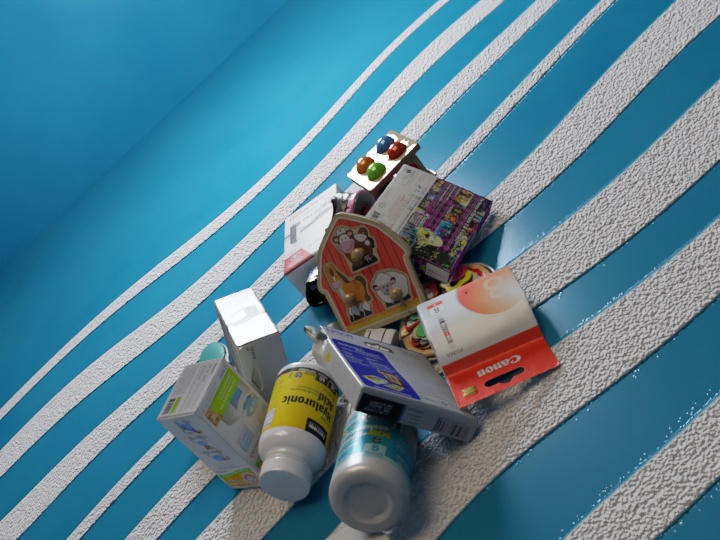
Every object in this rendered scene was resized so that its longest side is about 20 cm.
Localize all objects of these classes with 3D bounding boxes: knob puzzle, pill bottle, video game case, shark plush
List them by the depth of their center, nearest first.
[{"bbox_3d":[0.023,0.258,1.279,0.109,0.112,0.201,-29,18,21],"label":"pill bottle"},{"bbox_3d":[-0.101,0.256,1.452,0.110,0.112,0.203,-23,36,30],"label":"pill bottle"},{"bbox_3d":[0.000,0.000,1.521,0.217,0.224,0.030,-21,5,32],"label":"knob puzzle"},{"bbox_3d":[-0.028,0.139,1.564,0.082,0.093,0.199,-18,17,-21],"label":"shark plush"},{"bbox_3d":[0.110,-0.085,1.572,0.178,0.036,0.201,23,48,15],"label":"video game case"}]

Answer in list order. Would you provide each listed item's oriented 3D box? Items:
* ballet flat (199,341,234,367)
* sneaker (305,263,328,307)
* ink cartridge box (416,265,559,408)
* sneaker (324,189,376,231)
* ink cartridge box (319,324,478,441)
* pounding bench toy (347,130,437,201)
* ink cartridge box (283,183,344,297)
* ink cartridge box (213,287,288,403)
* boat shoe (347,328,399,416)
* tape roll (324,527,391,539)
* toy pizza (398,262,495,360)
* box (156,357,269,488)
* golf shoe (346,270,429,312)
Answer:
[{"bbox_3d":[-0.255,0.196,1.699,0.069,0.070,0.200,-44,24,-4],"label":"ballet flat"},{"bbox_3d":[-0.043,-0.003,1.692,0.201,0.080,0.116,-56,9,25],"label":"sneaker"},{"bbox_3d":[0.180,0.092,1.338,0.159,0.051,0.201,-23,33,2],"label":"ink cartridge box"},{"bbox_3d":[-0.026,-0.045,1.627,0.094,0.078,0.205,13,102,41],"label":"sneaker"},{"bbox_3d":[0.046,0.160,1.318,0.048,0.194,0.200,-67,26,11],"label":"ink cartridge box"},{"bbox_3d":[0.046,-0.141,1.736,0.200,0.156,0.124,-45,30,-4],"label":"pounding bench toy"},{"bbox_3d":[-0.077,-0.062,1.856,0.143,0.084,0.202,-33,31,18],"label":"ink cartridge box"},{"bbox_3d":[-0.190,0.143,1.653,0.082,0.148,0.200,-19,27,-13],"label":"ink cartridge box"},{"bbox_3d":[0.008,0.168,1.454,0.064,0.075,0.201,6,35,17],"label":"boat shoe"},{"bbox_3d":[-0.021,0.434,1.201,0.201,0.037,0.205,-31,31,21],"label":"tape roll"},{"bbox_3d":[0.139,0.060,1.492,0.198,0.032,0.202,-30,32,21],"label":"toy pizza"},{"bbox_3d":[-0.217,0.254,1.503,0.100,0.201,0.114,-14,37,38],"label":"box"},{"bbox_3d":[0.047,0.008,1.599,0.198,0.077,0.089,-33,70,5],"label":"golf shoe"}]
